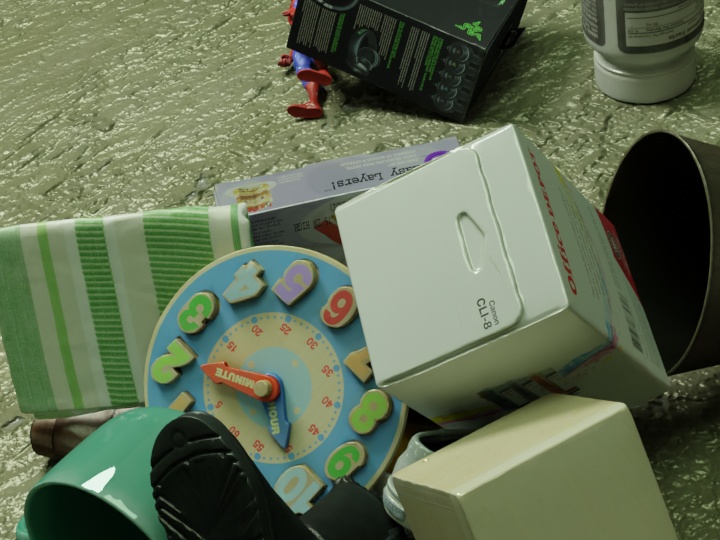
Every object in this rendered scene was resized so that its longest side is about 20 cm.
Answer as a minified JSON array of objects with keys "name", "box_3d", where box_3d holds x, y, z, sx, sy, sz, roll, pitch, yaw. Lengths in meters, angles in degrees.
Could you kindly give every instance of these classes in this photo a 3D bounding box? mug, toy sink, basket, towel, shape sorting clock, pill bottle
[{"name":"mug","box_3d":[-0.145,0.161,1.294,0.185,0.152,0.114,29,49,23]},{"name":"toy sink","box_3d":[0.125,0.197,1.212,0.130,0.200,0.112,-26,10,-20]},{"name":"basket","box_3d":[0.295,-0.008,1.417,0.200,0.181,0.136,2,4,-29]},{"name":"towel","box_3d":[-0.168,0.030,1.403,0.199,0.153,0.023,-6,17,9]},{"name":"shape sorting clock","box_3d":[-0.062,0.082,1.348,0.199,0.201,0.039,7,4,21]},{"name":"pill bottle","box_3d":[0.258,-0.261,1.752,0.113,0.200,0.114,-5,37,4]}]

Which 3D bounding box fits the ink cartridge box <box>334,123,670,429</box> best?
[{"name":"ink cartridge box","box_3d":[0.099,0.021,1.318,0.144,0.200,0.146,-24,60,18]}]

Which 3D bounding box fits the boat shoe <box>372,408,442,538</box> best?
[{"name":"boat shoe","box_3d":[0.051,0.104,1.407,0.071,0.070,0.200,7,39,20]}]

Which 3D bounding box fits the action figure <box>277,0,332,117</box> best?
[{"name":"action figure","box_3d":[-0.057,-0.228,1.887,0.052,0.066,0.200,7,36,-7]}]

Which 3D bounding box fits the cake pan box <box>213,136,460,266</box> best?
[{"name":"cake pan box","box_3d":[0.000,0.000,1.464,0.199,0.185,0.052,-11,40,-5]}]

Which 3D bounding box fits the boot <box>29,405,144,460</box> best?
[{"name":"boot","box_3d":[-0.127,0.094,1.462,0.200,0.064,0.187,9,53,28]}]

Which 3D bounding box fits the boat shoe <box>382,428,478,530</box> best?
[{"name":"boat shoe","box_3d":[0.109,0.135,1.299,0.200,0.072,0.070,0,30,-35]}]

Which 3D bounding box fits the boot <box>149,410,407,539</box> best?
[{"name":"boot","box_3d":[-0.038,0.168,1.222,0.073,0.199,0.162,-32,-6,29]}]

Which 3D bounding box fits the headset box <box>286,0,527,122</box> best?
[{"name":"headset box","box_3d":[0.058,-0.251,1.828,0.200,0.093,0.174,25,43,8]}]
